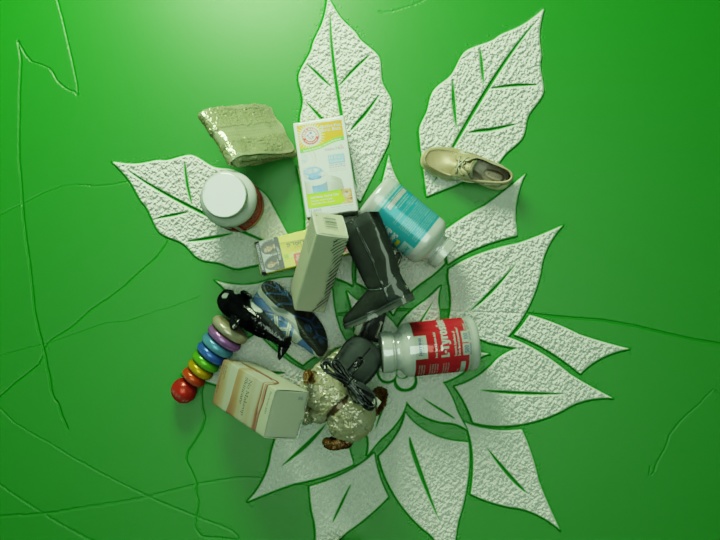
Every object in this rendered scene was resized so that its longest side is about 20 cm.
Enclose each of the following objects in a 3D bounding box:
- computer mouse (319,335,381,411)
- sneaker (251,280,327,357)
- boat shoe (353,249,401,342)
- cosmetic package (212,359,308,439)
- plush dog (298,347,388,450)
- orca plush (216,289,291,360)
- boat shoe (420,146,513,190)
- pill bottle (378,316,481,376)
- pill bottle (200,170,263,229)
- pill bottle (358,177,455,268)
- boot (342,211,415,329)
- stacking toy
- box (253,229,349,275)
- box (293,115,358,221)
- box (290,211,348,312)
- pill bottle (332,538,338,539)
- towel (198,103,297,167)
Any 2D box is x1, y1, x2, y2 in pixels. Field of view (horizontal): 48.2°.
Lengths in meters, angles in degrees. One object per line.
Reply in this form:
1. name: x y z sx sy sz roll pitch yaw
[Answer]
1. computer mouse: 0.002 0.183 1.598 0.138 0.200 0.053 42 110 -4
2. sneaker: -0.150 0.111 1.705 0.200 0.076 0.077 46 119 -3
3. boat shoe: 0.050 0.054 1.698 0.060 0.074 0.201 23 91 1
4. cosmetic package: -0.204 0.257 1.622 0.087 0.200 0.104 13 92 -42
5. plush dog: -0.041 0.268 1.639 0.172 0.160 0.200 43 88 12
6. orca plush: -0.237 0.116 1.667 0.200 0.105 0.071 45 54 13
7. boat shoe: 0.227 -0.220 1.710 0.199 0.065 0.072 17 88 0
8. pill bottle: 0.140 0.160 1.667 0.199 0.112 0.113 -5 88 -6
9. pill bottle: -0.261 -0.140 1.631 0.112 0.200 0.113 0 88 -1
10. pill bottle: 0.101 -0.094 1.683 0.200 0.111 0.111 39 89 2
11. boot: 0.001 0.000 1.635 0.164 0.066 0.201 -26 87 17
12. stacking toy: -0.327 0.196 1.691 0.085 0.085 0.200 37 92 1
13. box: -0.120 -0.047 1.711 0.199 0.050 0.076 -12 88 -1
14. box: -0.072 -0.211 1.690 0.112 0.101 0.201 -8 88 -1
15. box: -0.086 -0.015 1.640 0.068 0.082 0.200 6 128 -17
16. pill bottle: -0.001 0.650 1.661 0.200 0.109 0.109 42 89 1
17. towel: -0.228 -0.282 1.655 0.036 0.200 0.149 -44 74 38
